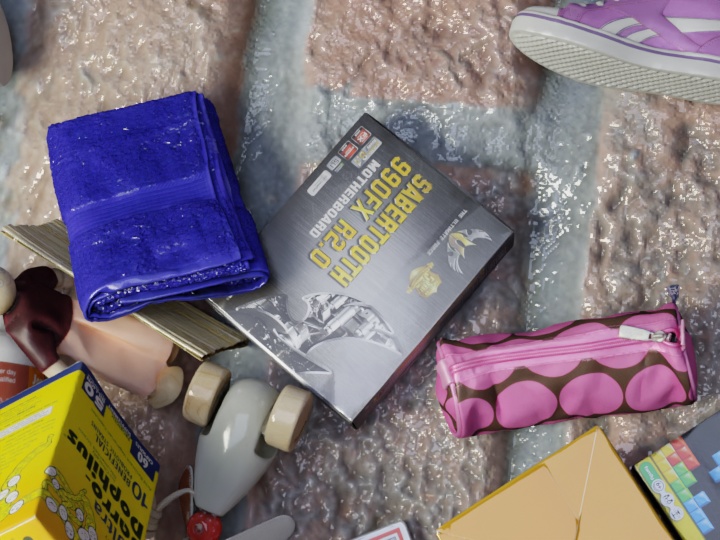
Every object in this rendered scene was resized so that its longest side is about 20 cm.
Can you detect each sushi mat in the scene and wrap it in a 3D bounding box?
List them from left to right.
[{"bbox_3d":[-0.187,0.013,1.290,0.199,0.096,0.012,31,105,12],"label":"sushi mat"}]

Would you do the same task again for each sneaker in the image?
[{"bbox_3d":[0.223,-0.206,1.293,0.199,0.073,0.115,12,77,-1],"label":"sneaker"}]

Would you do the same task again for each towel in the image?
[{"bbox_3d":[-0.164,-0.058,1.272,0.147,0.050,0.201,-11,51,-12],"label":"towel"}]

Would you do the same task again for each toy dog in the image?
[{"bbox_3d":[-0.103,0.161,1.266,0.132,0.096,0.200,40,102,10],"label":"toy dog"}]

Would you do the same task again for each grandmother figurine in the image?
[{"bbox_3d":[-0.232,0.038,1.248,0.061,0.199,0.121,-50,35,21],"label":"grandmother figurine"}]

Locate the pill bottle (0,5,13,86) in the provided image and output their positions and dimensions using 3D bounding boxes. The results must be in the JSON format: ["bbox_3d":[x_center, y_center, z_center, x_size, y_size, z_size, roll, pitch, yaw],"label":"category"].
[{"bbox_3d":[-0.399,-0.178,1.346,0.199,0.112,0.113,-8,78,6],"label":"pill bottle"}]

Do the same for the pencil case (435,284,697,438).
[{"bbox_3d":[0.154,0.074,1.232,0.199,0.094,0.091,-11,78,6],"label":"pencil case"}]

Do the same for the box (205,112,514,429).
[{"bbox_3d":[0.000,0.000,1.283,0.158,0.048,0.200,40,83,13],"label":"box"}]

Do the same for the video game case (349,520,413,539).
[{"bbox_3d":[0.004,0.312,1.245,0.142,0.017,0.201,-22,77,3],"label":"video game case"}]

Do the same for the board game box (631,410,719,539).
[{"bbox_3d":[0.325,0.187,1.206,0.165,0.057,0.200,-34,77,2],"label":"board game box"}]

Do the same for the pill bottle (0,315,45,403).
[{"bbox_3d":[-0.308,0.111,1.278,0.112,0.112,0.201,1,80,8],"label":"pill bottle"}]

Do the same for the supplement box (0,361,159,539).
[{"bbox_3d":[-0.224,0.174,1.132,0.109,0.200,0.109,-27,114,13],"label":"supplement box"}]

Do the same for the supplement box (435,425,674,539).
[{"bbox_3d":[0.167,0.237,1.143,0.132,0.200,0.198,-32,77,0],"label":"supplement box"}]
